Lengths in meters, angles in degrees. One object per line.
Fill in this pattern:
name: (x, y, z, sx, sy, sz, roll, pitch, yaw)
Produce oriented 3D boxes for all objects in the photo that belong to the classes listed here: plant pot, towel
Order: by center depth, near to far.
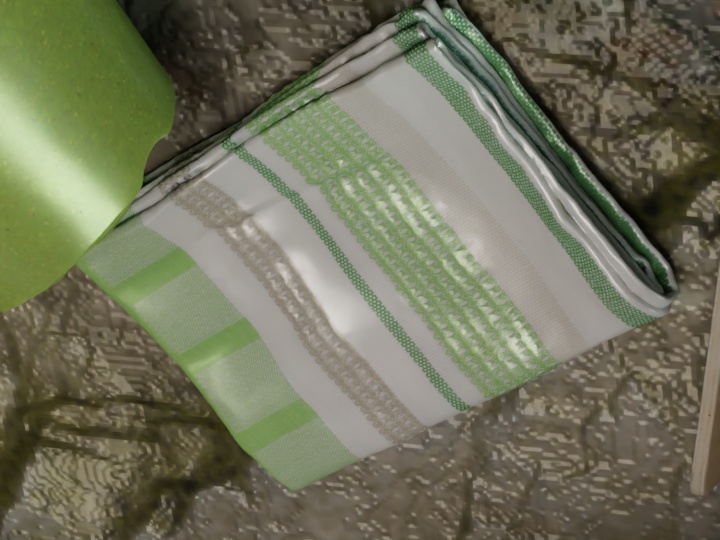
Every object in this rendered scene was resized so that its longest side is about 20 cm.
plant pot: (-0.168, -0.084, 0.929, 0.200, 0.201, 0.190, -24, 124, 32)
towel: (0.000, 0.000, 1.008, 0.200, 0.031, 0.149, -29, 109, 34)

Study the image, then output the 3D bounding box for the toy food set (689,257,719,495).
toy food set: (0.220, 0.039, 0.933, 0.199, 0.060, 0.144, 12, 127, 13)
